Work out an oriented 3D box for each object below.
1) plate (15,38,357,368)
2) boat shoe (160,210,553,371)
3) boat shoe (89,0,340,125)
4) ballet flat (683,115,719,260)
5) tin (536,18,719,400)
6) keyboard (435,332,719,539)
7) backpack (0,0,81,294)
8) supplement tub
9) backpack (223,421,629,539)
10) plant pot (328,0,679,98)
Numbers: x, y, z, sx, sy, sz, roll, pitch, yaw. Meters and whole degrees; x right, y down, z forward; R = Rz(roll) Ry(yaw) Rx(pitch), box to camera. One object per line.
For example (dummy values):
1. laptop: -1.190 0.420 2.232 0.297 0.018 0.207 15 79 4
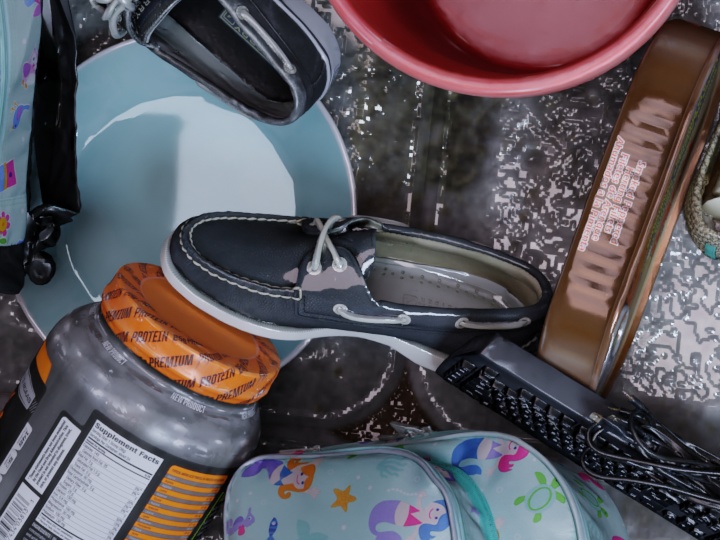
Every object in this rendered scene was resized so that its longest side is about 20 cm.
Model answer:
1. plate: -0.097 -0.029 1.212 0.200 0.026 0.201 0 88 11
2. boat shoe: 0.000 0.000 1.140 0.199 0.060 0.076 11 50 -14
3. boat shoe: -0.103 -0.145 1.151 0.199 0.068 0.074 42 124 -4
4. ballet flat: 0.220 -0.097 1.128 0.068 0.075 0.200 25 92 12
5. tin: 0.137 -0.029 1.123 0.042 0.112 0.200 20 90 17
6. keyboard: 0.127 0.099 1.100 0.200 0.104 0.040 31 66 -3
7. backpack: -0.231 -0.097 1.157 0.167 0.126 0.201 20 110 29
8. supplement tub: -0.132 0.103 1.146 0.122 0.123 0.200 36 105 11
9. backpack: 0.031 0.164 1.091 0.199 0.151 0.178 -7 70 22
10. plant pot: 0.082 -0.175 1.107 0.200 0.177 0.201 -1 87 12
